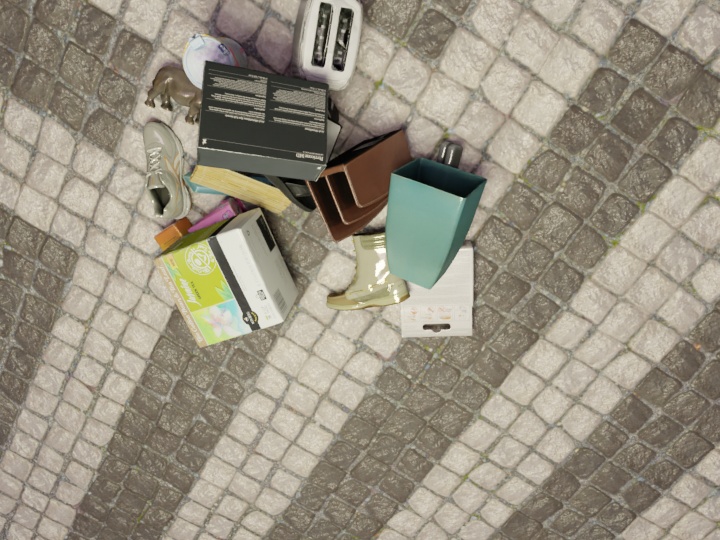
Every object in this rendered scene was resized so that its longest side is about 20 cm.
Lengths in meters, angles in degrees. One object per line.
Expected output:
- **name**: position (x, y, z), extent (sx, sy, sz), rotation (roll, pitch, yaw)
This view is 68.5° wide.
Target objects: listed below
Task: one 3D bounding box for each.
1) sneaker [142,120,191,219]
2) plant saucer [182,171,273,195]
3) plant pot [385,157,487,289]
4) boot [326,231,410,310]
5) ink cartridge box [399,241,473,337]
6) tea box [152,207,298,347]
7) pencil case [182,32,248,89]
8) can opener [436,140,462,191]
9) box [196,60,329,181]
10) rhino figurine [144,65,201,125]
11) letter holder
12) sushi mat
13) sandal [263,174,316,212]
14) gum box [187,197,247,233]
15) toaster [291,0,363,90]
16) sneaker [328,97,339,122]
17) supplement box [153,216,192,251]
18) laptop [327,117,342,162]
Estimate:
- **sneaker**: position (-0.403, -0.201, 1.072), extent (0.074, 0.092, 0.204), rotation (-11, 101, 12)
- **plant saucer**: position (-0.260, -0.175, 1.091), extent (0.196, 0.070, 0.019), rotation (5, 70, 5)
- **plant pot**: position (0.126, -0.081, 0.987), extent (0.140, 0.141, 0.203), rotation (23, 121, 20)
- **boot**: position (0.000, 0.000, 1.116), extent (0.197, 0.072, 0.158), rotation (-9, 99, 32)
- **ink cartridge box**: position (0.160, 0.041, 1.130), extent (0.158, 0.050, 0.204), rotation (-2, 113, 7)
- **tea box**: position (-0.258, 0.014, 1.046), extent (0.194, 0.134, 0.203), rotation (-18, 109, 15)
- **pencil case**: position (-0.254, -0.370, 0.939), extent (0.083, 0.201, 0.091), rotation (-40, 108, 12)
- **can opener**: position (0.168, -0.155, 1.058), extent (0.065, 0.053, 0.203), rotation (-6, 116, -28)
- **box**: position (-0.155, -0.233, 0.844), extent (0.196, 0.079, 0.144), rotation (5, 76, -17)
- **rhino figurine**: position (-0.316, -0.331, 1.036), extent (0.197, 0.060, 0.089), rotation (22, 110, -4)
- **letter holder**: position (0.014, -0.153, 0.977), extent (0.099, 0.200, 0.144), rotation (-6, 114, 41)
- **sushi mat**: position (-0.232, -0.164, 1.046), extent (0.197, 0.012, 0.095), rotation (19, 154, -27)
- **sandal**: position (-0.124, -0.171, 1.010), extent (0.047, 0.200, 0.076), rotation (-23, 65, 17)
- **gum box**: position (-0.266, -0.047, 1.133), extent (0.112, 0.066, 0.202), rotation (-26, 106, 16)
- **toaster**: position (-0.056, -0.411, 0.927), extent (0.112, 0.130, 0.203), rotation (7, 112, -16)
- **sneaker**: position (-0.139, -0.310, 1.024), extent (0.196, 0.079, 0.091), rotation (14, 148, -10)
- **supplement box**: position (-0.359, -0.012, 1.159), extent (0.068, 0.067, 0.202), rotation (-29, 104, 16)
- **laptop**: position (-0.162, -0.222, 0.979), extent (0.198, 0.117, 0.187), rotation (28, 154, -5)
